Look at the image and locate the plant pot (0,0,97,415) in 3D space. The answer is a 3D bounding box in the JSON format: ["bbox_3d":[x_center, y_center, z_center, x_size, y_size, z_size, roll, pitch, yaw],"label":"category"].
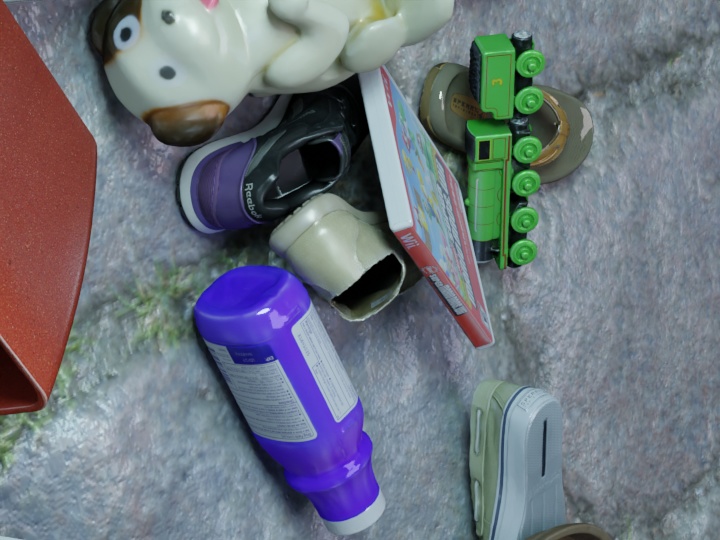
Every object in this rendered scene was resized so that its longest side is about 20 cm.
[{"bbox_3d":[-0.257,-0.048,1.211,0.200,0.199,0.177,59,39,-32],"label":"plant pot"}]

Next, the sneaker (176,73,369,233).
[{"bbox_3d":[-0.029,-0.081,1.535,0.200,0.087,0.076,-41,121,-41],"label":"sneaker"}]

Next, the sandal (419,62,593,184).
[{"bbox_3d":[0.124,-0.114,1.735,0.199,0.054,0.081,14,81,-48],"label":"sandal"}]

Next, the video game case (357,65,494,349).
[{"bbox_3d":[0.047,-0.046,1.587,0.200,0.017,0.144,52,23,-57],"label":"video game case"}]

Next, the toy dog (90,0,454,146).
[{"bbox_3d":[-0.077,-0.164,1.446,0.199,0.194,0.140,-26,84,-35],"label":"toy dog"}]

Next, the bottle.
[{"bbox_3d":[-0.041,0.091,1.531,0.065,0.083,0.201,-44,122,-32],"label":"bottle"}]

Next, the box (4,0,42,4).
[{"bbox_3d":[-0.168,-0.269,1.354,0.200,0.106,0.153,-40,120,-40],"label":"box"}]

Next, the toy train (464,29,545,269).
[{"bbox_3d":[0.105,-0.087,1.684,0.056,0.042,0.201,-7,122,-11],"label":"toy train"}]

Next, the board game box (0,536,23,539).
[{"bbox_3d":[-0.187,0.189,1.278,0.134,0.199,0.034,40,63,-41],"label":"board game box"}]

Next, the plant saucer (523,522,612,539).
[{"bbox_3d":[0.129,0.282,1.734,0.200,0.029,0.201,-30,133,-38],"label":"plant saucer"}]

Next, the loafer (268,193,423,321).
[{"bbox_3d":[0.000,0.000,1.546,0.068,0.076,0.200,57,16,18],"label":"loafer"}]

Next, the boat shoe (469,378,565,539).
[{"bbox_3d":[0.117,0.171,1.729,0.072,0.062,0.201,-23,127,-41],"label":"boat shoe"}]
